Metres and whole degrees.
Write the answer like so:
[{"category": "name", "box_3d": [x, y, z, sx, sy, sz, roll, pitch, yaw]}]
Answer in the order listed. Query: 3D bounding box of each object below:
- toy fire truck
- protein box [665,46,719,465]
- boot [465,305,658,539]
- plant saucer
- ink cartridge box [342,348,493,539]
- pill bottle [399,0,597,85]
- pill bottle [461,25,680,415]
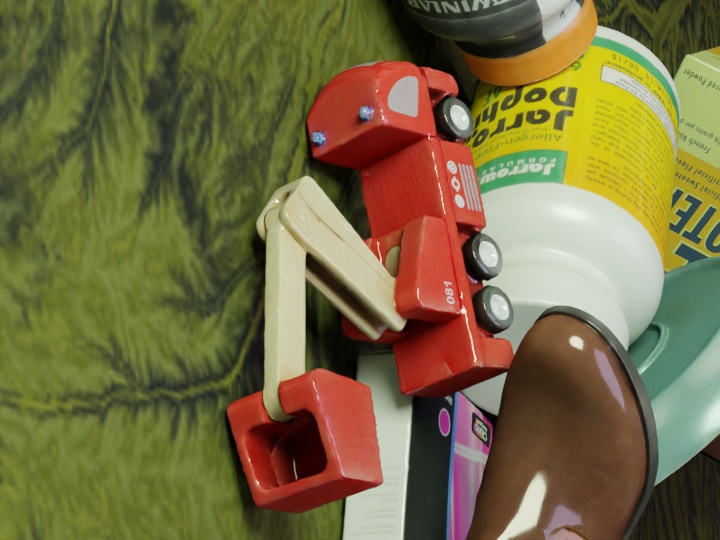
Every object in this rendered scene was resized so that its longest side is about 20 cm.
[{"category": "toy fire truck", "box_3d": [0.000, 0.000, 0.860, 0.141, 0.049, 0.200, 9, 64, -48]}, {"category": "protein box", "box_3d": [0.228, -0.017, 1.191, 0.199, 0.135, 0.200, -66, 164, 18]}, {"category": "boot", "box_3d": [0.037, 0.126, 0.826, 0.200, 0.068, 0.188, -26, 133, -48]}, {"category": "plant saucer", "box_3d": [0.130, 0.055, 1.004, 0.027, 0.200, 0.200, 50, 33, -12]}, {"category": "ink cartridge box", "box_3d": [0.023, 0.144, 0.913, 0.095, 0.037, 0.200, 45, 46, -54]}, {"category": "pill bottle", "box_3d": [0.052, -0.183, 0.972, 0.106, 0.106, 0.200, -74, 147, -41]}, {"category": "pill bottle", "box_3d": [0.097, -0.023, 1.015, 0.200, 0.113, 0.113, -75, 148, -45]}]
